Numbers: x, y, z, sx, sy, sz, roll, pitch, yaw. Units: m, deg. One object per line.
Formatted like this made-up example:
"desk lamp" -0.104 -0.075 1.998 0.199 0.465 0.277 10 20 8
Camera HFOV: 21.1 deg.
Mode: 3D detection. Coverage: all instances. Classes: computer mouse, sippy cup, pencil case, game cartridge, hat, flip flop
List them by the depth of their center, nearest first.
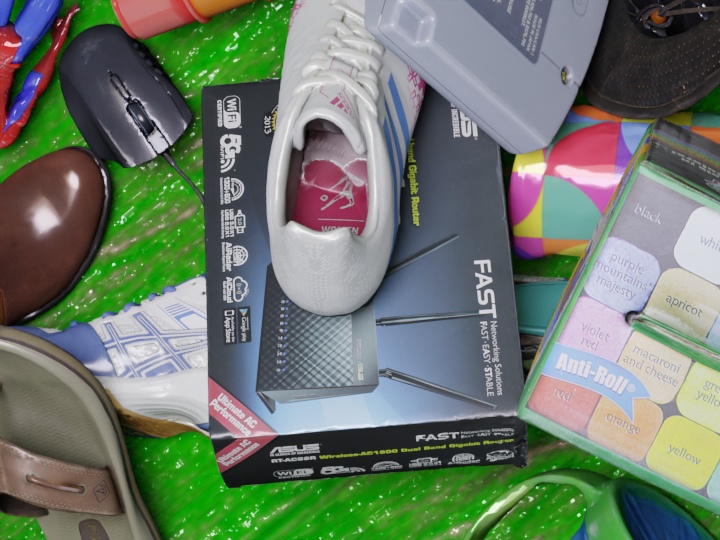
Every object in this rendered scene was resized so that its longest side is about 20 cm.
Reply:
"game cartridge" 0.073 -0.165 0.940 0.041 0.133 0.202 -5 59 39
"sippy cup" 0.126 0.195 0.954 0.130 0.139 0.178 -46 41 17
"hat" 0.189 -0.159 0.965 0.080 0.200 0.202 20 92 -29
"pencil case" 0.169 -0.039 0.975 0.198 0.088 0.089 6 89 14
"flip flop" -0.161 0.111 1.000 0.080 0.058 0.201 -3 122 28
"computer mouse" -0.102 -0.058 1.028 0.058 0.034 0.200 -37 66 -5

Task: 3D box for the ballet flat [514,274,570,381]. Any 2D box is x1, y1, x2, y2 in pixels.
"ballet flat" 0.063 0.035 0.999 0.198 0.074 0.075 8 89 12

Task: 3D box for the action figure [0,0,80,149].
"action figure" -0.188 -0.132 1.043 0.065 0.052 0.201 21 116 -20

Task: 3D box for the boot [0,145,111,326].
"boot" -0.226 0.000 0.990 0.188 0.200 0.069 -37 81 8

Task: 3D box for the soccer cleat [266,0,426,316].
"soccer cleat" -0.005 -0.078 0.904 0.069 0.087 0.202 1 63 5

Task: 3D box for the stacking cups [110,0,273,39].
"stacking cups" -0.035 -0.171 1.003 0.198 0.060 0.061 -17 84 20

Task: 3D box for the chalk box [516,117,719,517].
"chalk box" 0.150 0.025 0.843 0.124 0.200 0.125 27 106 5

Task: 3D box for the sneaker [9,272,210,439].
"sneaker" -0.104 0.043 1.039 0.198 0.075 0.089 9 75 7

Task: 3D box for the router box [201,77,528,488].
"router box" 0.000 0.000 0.948 0.148 0.062 0.202 -5 63 1
